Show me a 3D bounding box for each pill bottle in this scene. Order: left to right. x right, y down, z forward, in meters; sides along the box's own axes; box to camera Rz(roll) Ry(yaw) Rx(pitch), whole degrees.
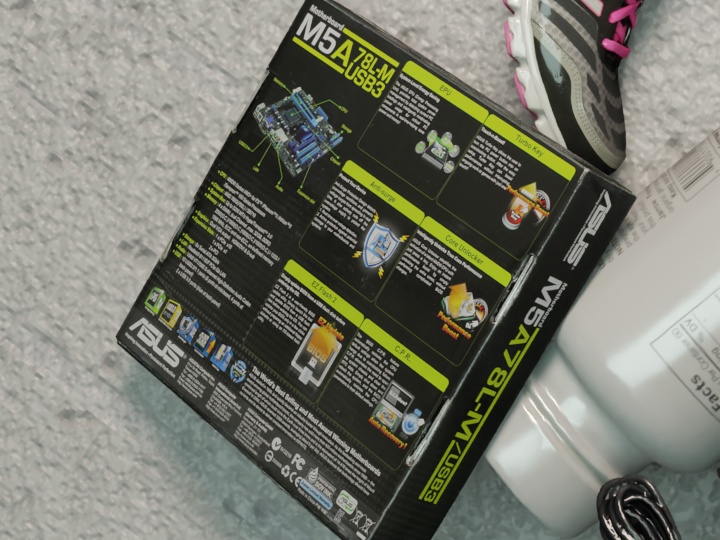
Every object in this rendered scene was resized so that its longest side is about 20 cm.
[{"bbox_3d":[0.142,0.023,1.136,0.200,0.114,0.115,-40,83,11],"label":"pill bottle"}]

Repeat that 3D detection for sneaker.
[{"bbox_3d":[0.113,-0.140,1.159,0.087,0.074,0.201,-5,85,18],"label":"sneaker"}]

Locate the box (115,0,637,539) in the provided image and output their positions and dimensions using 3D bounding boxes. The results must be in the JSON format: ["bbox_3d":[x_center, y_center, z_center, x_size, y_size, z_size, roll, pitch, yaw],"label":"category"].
[{"bbox_3d":[0.000,0.000,1.154,0.200,0.047,0.194,36,97,41],"label":"box"}]

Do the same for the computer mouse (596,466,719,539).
[{"bbox_3d":[0.207,0.120,1.078,0.141,0.199,0.046,61,144,25],"label":"computer mouse"}]
